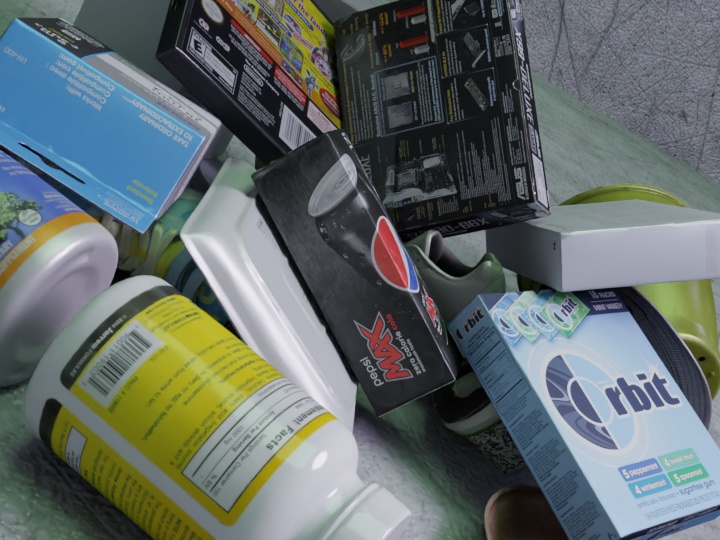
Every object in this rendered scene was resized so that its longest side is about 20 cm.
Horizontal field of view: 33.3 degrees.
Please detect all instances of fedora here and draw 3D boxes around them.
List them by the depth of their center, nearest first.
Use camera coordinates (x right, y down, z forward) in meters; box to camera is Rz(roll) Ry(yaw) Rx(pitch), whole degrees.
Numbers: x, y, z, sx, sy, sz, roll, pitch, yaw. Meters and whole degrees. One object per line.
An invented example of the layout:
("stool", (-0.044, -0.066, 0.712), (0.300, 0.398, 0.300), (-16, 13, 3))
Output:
("fedora", (0.198, 0.096, 1.050), (0.090, 0.177, 0.200), (-23, 66, -30))

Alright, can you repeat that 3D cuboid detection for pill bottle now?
("pill bottle", (-0.075, 0.102, 0.653), (0.200, 0.113, 0.112), (38, 21, 14))
("pill bottle", (-0.252, -0.032, 0.710), (0.200, 0.112, 0.112), (35, 20, 11))

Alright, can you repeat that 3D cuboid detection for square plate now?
("square plate", (-0.050, 0.021, 0.868), (0.199, 0.028, 0.200), (59, 13, -15))

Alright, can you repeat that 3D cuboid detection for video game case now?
("video game case", (-0.075, -0.174, 0.967), (0.200, 0.025, 0.182), (43, 41, -39))

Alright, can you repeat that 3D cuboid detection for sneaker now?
("sneaker", (-0.153, -0.017, 0.871), (0.199, 0.080, 0.131), (9, 29, -46))
("sneaker", (0.033, 0.005, 0.993), (0.199, 0.093, 0.076), (11, 22, 22))
("sneaker", (0.106, 0.110, 1.002), (0.089, 0.077, 0.200), (61, 15, -11))

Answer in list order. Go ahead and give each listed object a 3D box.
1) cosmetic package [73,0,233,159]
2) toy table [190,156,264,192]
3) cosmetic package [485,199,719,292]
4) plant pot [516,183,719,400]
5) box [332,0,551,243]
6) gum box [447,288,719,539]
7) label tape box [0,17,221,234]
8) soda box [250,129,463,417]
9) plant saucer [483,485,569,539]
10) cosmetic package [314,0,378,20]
("cosmetic package", (-0.169, -0.204, 1.106), (0.123, 0.200, 0.200), (33, 20, 5))
("toy table", (-0.051, -0.080, 1.112), (0.199, 0.117, 0.184), (32, 20, 4))
("cosmetic package", (0.204, -0.025, 1.009), (0.150, 0.052, 0.200), (-3, 8, -10))
("plant pot", (0.271, 0.050, 1.200), (0.200, 0.201, 0.193), (23, 32, -22))
("box", (0.065, -0.130, 1.000), (0.050, 0.157, 0.201), (21, 60, -65))
("gum box", (0.178, 0.105, 0.900), (0.169, 0.045, 0.201), (-4, 56, -43))
("label tape box", (-0.173, -0.103, 0.799), (0.144, 0.063, 0.200), (32, 9, -8))
("soda box", (0.000, 0.000, 0.882), (0.201, 0.071, 0.063), (62, 14, -4))
("plant saucer", (0.160, 0.227, 0.814), (0.200, 0.037, 0.201), (28, 20, -11))
("cosmetic package", (0.015, -0.181, 1.124), (0.200, 0.107, 0.090), (39, 21, 20))
